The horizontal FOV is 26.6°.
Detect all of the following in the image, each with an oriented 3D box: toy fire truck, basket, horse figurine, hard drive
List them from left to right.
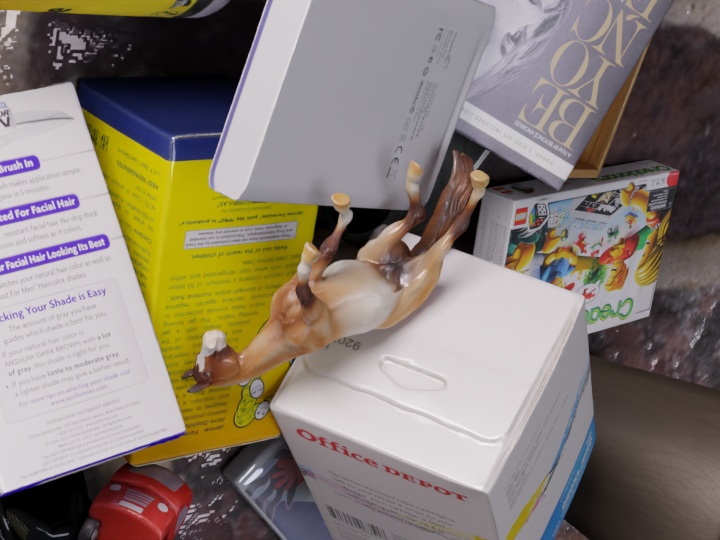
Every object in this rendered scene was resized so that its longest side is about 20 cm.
[{"bbox_3d":[-0.139,0.185,0.935,0.141,0.049,0.200,-59,170,-61],"label":"toy fire truck"},{"bbox_3d":[0.000,0.000,0.862,0.200,0.050,0.133,-27,153,-39],"label":"horse figurine"},{"bbox_3d":[0.002,-0.100,0.839,0.200,0.025,0.132,-1,114,-60],"label":"hard drive"},{"bbox_3d":[0.219,0.149,1.177,0.181,0.200,0.136,-61,148,-4],"label":"basket"}]

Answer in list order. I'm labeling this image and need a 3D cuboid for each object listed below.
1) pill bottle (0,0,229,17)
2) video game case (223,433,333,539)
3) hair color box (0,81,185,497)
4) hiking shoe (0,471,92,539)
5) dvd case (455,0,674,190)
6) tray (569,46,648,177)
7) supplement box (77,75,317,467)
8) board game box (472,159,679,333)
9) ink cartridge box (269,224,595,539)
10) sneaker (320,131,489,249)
[{"bbox_3d":[-0.158,-0.184,0.752,0.200,0.112,0.113,-4,115,-39],"label":"pill bottle"},{"bbox_3d":[0.013,0.130,1.128,0.200,0.023,0.182,-45,134,-13],"label":"video game case"},{"bbox_3d":[-0.180,0.010,0.801,0.109,0.065,0.200,-16,87,-34],"label":"hair color box"},{"bbox_3d":[-0.198,0.146,0.895,0.076,0.101,0.200,-17,121,-19],"label":"hiking shoe"},{"bbox_3d":[0.121,-0.167,0.950,0.149,0.016,0.200,27,98,-30],"label":"dvd case"},{"bbox_3d":[0.177,-0.165,1.081,0.099,0.037,0.200,-8,119,-66],"label":"tray"},{"bbox_3d":[-0.104,-0.004,0.896,0.109,0.109,0.200,-7,117,-38],"label":"supplement box"},{"bbox_3d":[0.161,-0.011,1.159,0.200,0.035,0.126,-12,118,-42],"label":"board game box"},{"bbox_3d":[0.056,0.098,0.974,0.145,0.147,0.200,-60,156,-24],"label":"ink cartridge box"},{"bbox_3d":[0.042,-0.093,0.983,0.200,0.071,0.099,-64,159,11],"label":"sneaker"}]
